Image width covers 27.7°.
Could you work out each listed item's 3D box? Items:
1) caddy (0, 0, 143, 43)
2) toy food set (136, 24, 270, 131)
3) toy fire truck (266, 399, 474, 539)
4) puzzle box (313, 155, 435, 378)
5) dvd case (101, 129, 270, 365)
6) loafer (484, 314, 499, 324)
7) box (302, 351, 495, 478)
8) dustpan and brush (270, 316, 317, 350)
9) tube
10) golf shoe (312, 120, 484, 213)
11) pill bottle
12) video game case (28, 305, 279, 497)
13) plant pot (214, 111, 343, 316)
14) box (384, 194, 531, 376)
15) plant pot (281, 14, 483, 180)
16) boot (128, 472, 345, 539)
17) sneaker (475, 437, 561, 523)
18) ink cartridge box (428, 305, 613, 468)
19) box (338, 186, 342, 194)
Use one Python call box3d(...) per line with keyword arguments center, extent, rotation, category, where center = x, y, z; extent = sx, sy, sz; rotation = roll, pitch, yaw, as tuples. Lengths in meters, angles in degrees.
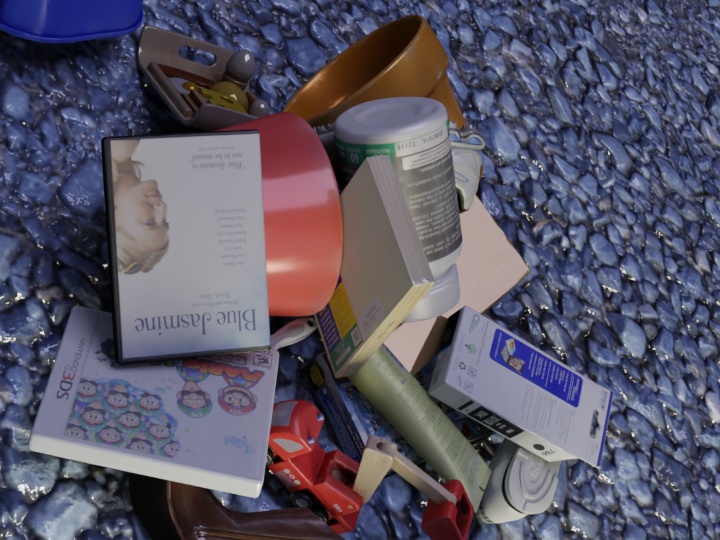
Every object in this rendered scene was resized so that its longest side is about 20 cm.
box3d(center=(-0.309, -0.293, 1.496), extent=(0.141, 0.106, 0.199), rotation=(42, 37, 26), category="caddy")
box3d(center=(-0.141, -0.195, 1.551), extent=(0.143, 0.061, 0.200), rotation=(13, 23, -35), category="toy food set")
box3d(center=(0.000, 0.192, 1.372), extent=(0.200, 0.140, 0.049), rotation=(52, 37, -25), category="toy fire truck")
box3d(center=(0.000, 0.000, 1.370), extent=(0.025, 0.200, 0.134), rotation=(-8, 67, -28), category="puzzle box")
box3d(center=(-0.154, -0.022, 1.300), extent=(0.141, 0.018, 0.202), rotation=(-5, 96, -18), category="dvd case")
box3d(center=(0.158, 0.094, 1.647), extent=(0.200, 0.063, 0.072), rotation=(45, 42, -6), category="loafer")
box3d(center=(0.046, 0.136, 1.537), extent=(0.199, 0.040, 0.138), rotation=(-12, 70, -45), category="box")
box3d(center=(-0.119, 0.089, 1.411), extent=(0.199, 0.057, 0.140), rotation=(-23, 77, -47), category="dustpan and brush")
box3d(center=(0.060, 0.153, 1.474), extent=(0.200, 0.052, 0.058), rotation=(47, 71, -9), category="tube")
box3d(center=(0.035, -0.106, 1.499), extent=(0.198, 0.078, 0.098), rotation=(3, 81, -18), category="golf shoe")
box3d(center=(0.041, -0.059, 1.431), extent=(0.113, 0.112, 0.202), rotation=(-37, 125, -49), category="pill bottle")
box3d(center=(-0.176, 0.112, 1.291), extent=(0.198, 0.024, 0.183), rotation=(13, 34, -7), category="video game case")
box3d(center=(-0.138, -0.045, 1.404), extent=(0.176, 0.201, 0.202), rotation=(-8, 65, -27), category="plant pot")
box3d(center=(0.065, -0.004, 1.537), extent=(0.200, 0.021, 0.164), rotation=(-39, 95, -24), category="box")
box3d(center=(0.040, -0.153, 1.644), extent=(0.184, 0.199, 0.201), rotation=(53, 39, -19), category="plant pot")
box3d(center=(-0.106, 0.217, 1.331), extent=(0.199, 0.064, 0.188), rotation=(7, 60, -39), category="boot")
box3d(center=(0.181, 0.185, 1.568), extent=(0.076, 0.080, 0.200), rotation=(42, 51, -7), category="sneaker")
box3d(center=(0.168, 0.127, 1.513), extent=(0.199, 0.039, 0.100), rotation=(30, 53, -15), category="ink cartridge box")
box3d(center=(-0.023, -0.033, 1.573), extent=(0.200, 0.032, 0.121), rotation=(47, 30, -18), category="box")
